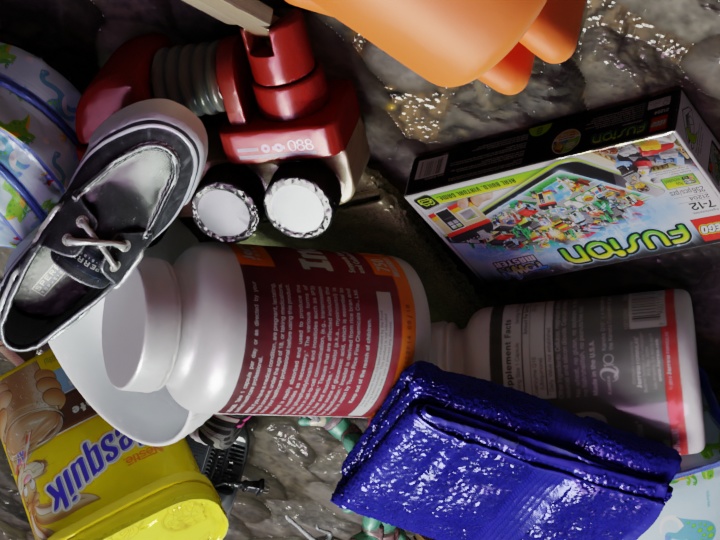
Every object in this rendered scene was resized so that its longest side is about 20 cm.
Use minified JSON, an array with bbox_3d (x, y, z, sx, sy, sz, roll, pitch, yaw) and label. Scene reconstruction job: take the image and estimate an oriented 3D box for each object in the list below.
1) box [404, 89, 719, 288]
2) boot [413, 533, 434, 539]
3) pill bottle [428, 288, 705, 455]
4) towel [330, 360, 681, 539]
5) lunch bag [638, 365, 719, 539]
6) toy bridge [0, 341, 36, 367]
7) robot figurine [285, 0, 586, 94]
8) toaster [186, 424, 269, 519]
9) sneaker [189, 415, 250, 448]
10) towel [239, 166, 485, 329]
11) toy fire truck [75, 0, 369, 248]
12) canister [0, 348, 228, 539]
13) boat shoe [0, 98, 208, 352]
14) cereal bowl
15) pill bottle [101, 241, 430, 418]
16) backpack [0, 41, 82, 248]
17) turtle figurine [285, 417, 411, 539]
[{"bbox_3d":[0.140,-0.048,1.051,0.199,0.035,0.110,-13,137,36],"label":"box"},{"bbox_3d":[0.132,0.260,1.476,0.154,0.074,0.200,-8,178,-10],"label":"boot"},{"bbox_3d":[0.136,0.078,1.136,0.199,0.114,0.114,-6,142,12],"label":"pill bottle"},{"bbox_3d":[0.096,0.145,1.088,0.199,0.050,0.148,20,129,-12],"label":"towel"},{"bbox_3d":[0.186,0.185,1.217,0.199,0.128,0.171,-18,126,-3],"label":"lunch bag"},{"bbox_3d":[-0.376,0.065,1.448,0.199,0.027,0.067,-9,138,33],"label":"toy bridge"},{"bbox_3d":[0.026,-0.173,0.846,0.199,0.117,0.144,32,-178,-22],"label":"robot figurine"},{"bbox_3d":[-0.179,0.180,1.458,0.199,0.114,0.129,14,151,-1],"label":"toaster"},{"bbox_3d":[-0.087,0.093,1.321,0.087,0.074,0.200,22,142,3],"label":"sneaker"},{"bbox_3d":[0.000,0.000,1.183,0.148,0.037,0.200,-10,138,32],"label":"towel"},{"bbox_3d":[-0.102,-0.116,1.004,0.175,0.129,0.201,-3,123,18],"label":"toy fire truck"},{"bbox_3d":[-0.210,0.153,1.313,0.148,0.200,0.087,-27,141,-5],"label":"canister"},{"bbox_3d":[-0.162,-0.021,0.988,0.072,0.068,0.200,35,125,-22],"label":"boat shoe"},{"bbox_3d":[-0.158,0.025,1.208,0.200,0.083,0.201,30,136,35],"label":"cereal bowl"},{"bbox_3d":[-0.063,0.040,1.076,0.199,0.114,0.113,4,154,-28],"label":"pill bottle"},{"bbox_3d":[-0.271,-0.088,1.084,0.199,0.154,0.164,-4,139,17],"label":"backpack"},{"bbox_3d":[-0.001,0.184,1.370,0.100,0.151,0.200,-7,153,8],"label":"turtle figurine"}]
